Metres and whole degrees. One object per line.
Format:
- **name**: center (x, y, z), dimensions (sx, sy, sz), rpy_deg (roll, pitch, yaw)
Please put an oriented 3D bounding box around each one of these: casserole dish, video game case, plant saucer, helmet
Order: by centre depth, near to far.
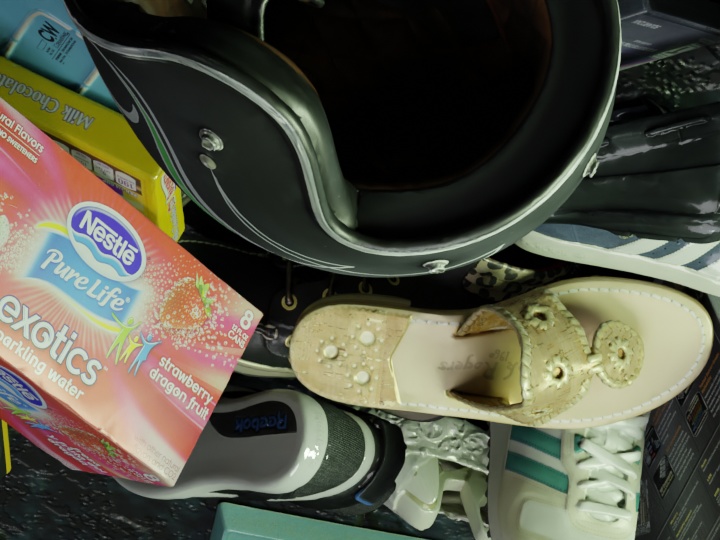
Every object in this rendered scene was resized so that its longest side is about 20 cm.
- **helmet**: center (-0.001, -0.092, 0.882), dimensions (0.199, 0.201, 0.191), rpy_deg (-21, 138, 29)
- **casserole dish**: center (-0.131, -0.108, 1.030), dimensions (0.121, 0.039, 0.200), rpy_deg (33, 159, -11)
- **video game case**: center (0.058, -0.091, 1.036), dimensions (0.199, 0.019, 0.143), rpy_deg (-16, 175, 23)
- **plant saucer**: center (0.002, 0.189, 1.440), dimensions (0.198, 0.019, 0.070), rpy_deg (10, 140, -6)

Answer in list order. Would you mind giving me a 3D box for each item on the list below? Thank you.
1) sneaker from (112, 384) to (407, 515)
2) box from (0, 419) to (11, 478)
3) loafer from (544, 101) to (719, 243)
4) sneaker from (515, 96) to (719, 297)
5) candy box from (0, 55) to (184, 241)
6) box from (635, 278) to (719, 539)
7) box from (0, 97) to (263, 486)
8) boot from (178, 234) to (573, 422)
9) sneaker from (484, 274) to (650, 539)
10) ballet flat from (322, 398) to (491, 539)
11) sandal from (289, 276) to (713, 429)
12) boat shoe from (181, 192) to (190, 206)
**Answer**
- **sneaker**: center (-0.055, 0.105, 1.281), dimensions (0.111, 0.074, 0.199), rpy_deg (19, 170, -40)
- **box**: center (-0.259, 0.019, 1.193), dimensions (0.159, 0.049, 0.201), rpy_deg (35, 146, 23)
- **loafer**: center (0.087, -0.056, 1.044), dimensions (0.199, 0.068, 0.071), rpy_deg (5, 101, 24)
- **sneaker**: center (0.165, -0.040, 1.102), dimensions (0.198, 0.075, 0.085), rpy_deg (5, 143, 1)
- **candy box**: center (-0.176, -0.074, 1.078), dimensions (0.199, 0.027, 0.102), rpy_deg (26, 163, 8)
- **box**: center (0.183, 0.100, 1.192), dimensions (0.048, 0.159, 0.201), rpy_deg (-5, 140, -20)
- **box**: center (-0.156, 0.006, 1.059), dimensions (0.095, 0.100, 0.200), rpy_deg (2, 148, 50)
- **boot**: center (0.000, 0.000, 1.174), dimensions (0.199, 0.074, 0.151), rpy_deg (23, 137, -21)
- **sneaker**: center (0.115, 0.088, 1.170), dimensions (0.070, 0.201, 0.094), rpy_deg (19, 133, -22)
- **ballet flat**: center (0.061, 0.125, 1.320), dimensions (0.198, 0.072, 0.072), rpy_deg (15, 139, -9)
- **sandal**: center (0.068, 0.049, 1.104), dimensions (0.210, 0.070, 0.078), rpy_deg (1, 106, 3)
- **boat shoe**: center (-0.142, -0.029, 1.169), dimensions (0.201, 0.061, 0.072), rpy_deg (-26, 131, 33)
